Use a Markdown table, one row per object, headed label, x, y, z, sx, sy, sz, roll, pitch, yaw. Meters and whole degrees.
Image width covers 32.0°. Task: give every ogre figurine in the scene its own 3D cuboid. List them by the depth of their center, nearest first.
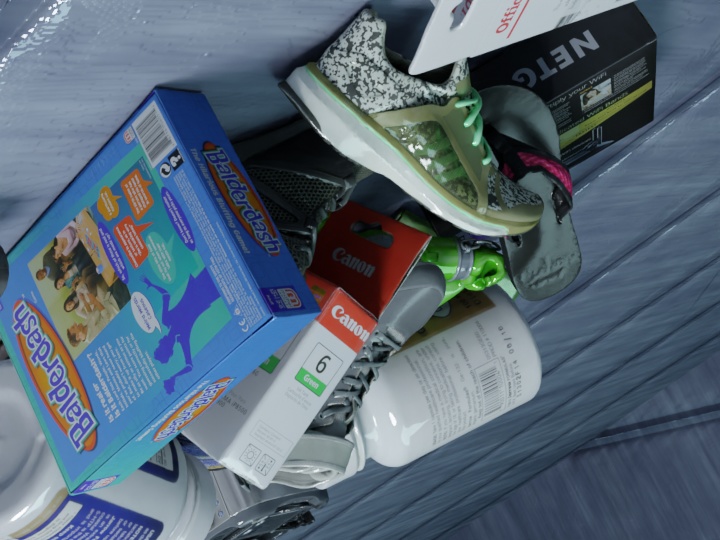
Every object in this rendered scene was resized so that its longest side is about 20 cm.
| label | x | y | z | sx | sy | sz | roll | pitch | yaw |
| --- | --- | --- | --- | --- | --- | --- | --- | --- | --- |
| ogre figurine | 0.000 | 0.000 | 0.958 | 0.120 | 0.200 | 0.099 | 12 | 95 | -50 |

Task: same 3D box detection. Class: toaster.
| label | x | y | z | sx | sy | sz | roll | pitch | yaw |
| --- | --- | --- | --- | --- | --- | --- | --- | --- | --- |
| toaster | -0.122 | 0.219 | 1.332 | 0.114 | 0.129 | 0.200 | -37 | 160 | 25 |

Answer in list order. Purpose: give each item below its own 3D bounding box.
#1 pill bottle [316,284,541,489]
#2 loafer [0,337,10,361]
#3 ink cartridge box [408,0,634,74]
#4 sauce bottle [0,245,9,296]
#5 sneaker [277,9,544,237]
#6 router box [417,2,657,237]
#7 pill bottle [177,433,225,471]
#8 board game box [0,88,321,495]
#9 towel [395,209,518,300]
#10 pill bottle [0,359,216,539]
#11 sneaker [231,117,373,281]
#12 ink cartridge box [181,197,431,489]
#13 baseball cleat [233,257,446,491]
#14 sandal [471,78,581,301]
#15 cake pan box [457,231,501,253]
| label | x | y | z | sx | sy | sz | roll | pitch | yaw |
| --- | --- | --- | --- | --- | --- | --- | --- | --- | --- |
| pill bottle | 0.035 | 0.092 | 1.010 | 0.199 | 0.115 | 0.114 | -24 | 162 | -20 |
| loafer | -0.167 | 0.033 | 0.854 | 0.200 | 0.063 | 0.072 | -30 | 164 | 16 |
| ink cartridge box | 0.107 | -0.189 | 0.679 | 0.199 | 0.067 | 0.116 | -22 | 161 | -23 |
| sauce bottle | -0.264 | -0.003 | 0.626 | 0.066 | 0.066 | 0.200 | -37 | 162 | 22 |
| sneaker | 0.051 | -0.089 | 0.765 | 0.200 | 0.077 | 0.089 | 27 | 110 | -32 |
| router box | 0.123 | -0.110 | 0.940 | 0.200 | 0.052 | 0.157 | -30 | 162 | 2 |
| pill bottle | -0.125 | 0.084 | 0.994 | 0.112 | 0.112 | 0.200 | -25 | 162 | -12 |
| board game box | -0.131 | 0.016 | 0.735 | 0.200 | 0.152 | 0.045 | -39 | 160 | 31 |
| towel | 0.036 | 0.058 | 1.096 | 0.149 | 0.031 | 0.200 | 27 | 102 | -28 |
| pill bottle | -0.193 | 0.148 | 0.889 | 0.119 | 0.120 | 0.200 | -33 | 145 | 12 |
| sneaker | -0.038 | -0.035 | 0.804 | 0.199 | 0.114 | 0.076 | -22 | 163 | -27 |
| ink cartridge box | -0.050 | 0.034 | 0.841 | 0.050 | 0.109 | 0.200 | 40 | 81 | -40 |
| baseball cleat | -0.009 | 0.082 | 0.869 | 0.200 | 0.107 | 0.070 | -38 | 143 | 14 |
| sandal | 0.118 | -0.049 | 0.871 | 0.075 | 0.045 | 0.200 | -28 | 128 | -1 |
| cake pan box | 0.046 | 0.021 | 1.186 | 0.199 | 0.052 | 0.184 | -28 | 164 | -5 |
